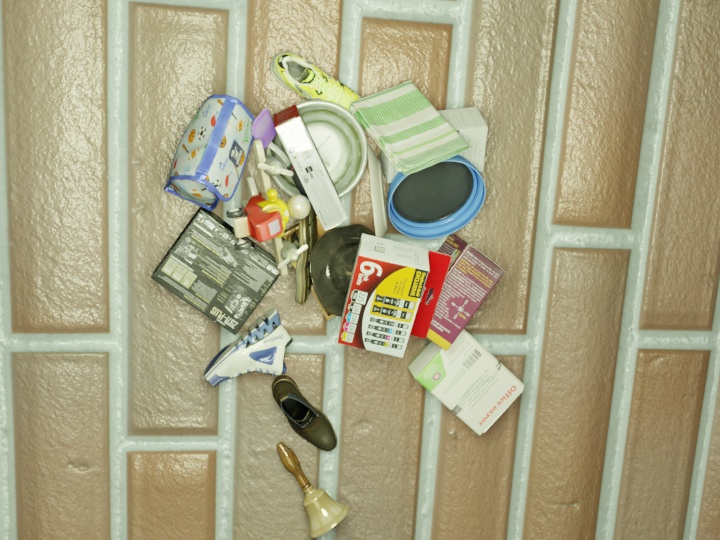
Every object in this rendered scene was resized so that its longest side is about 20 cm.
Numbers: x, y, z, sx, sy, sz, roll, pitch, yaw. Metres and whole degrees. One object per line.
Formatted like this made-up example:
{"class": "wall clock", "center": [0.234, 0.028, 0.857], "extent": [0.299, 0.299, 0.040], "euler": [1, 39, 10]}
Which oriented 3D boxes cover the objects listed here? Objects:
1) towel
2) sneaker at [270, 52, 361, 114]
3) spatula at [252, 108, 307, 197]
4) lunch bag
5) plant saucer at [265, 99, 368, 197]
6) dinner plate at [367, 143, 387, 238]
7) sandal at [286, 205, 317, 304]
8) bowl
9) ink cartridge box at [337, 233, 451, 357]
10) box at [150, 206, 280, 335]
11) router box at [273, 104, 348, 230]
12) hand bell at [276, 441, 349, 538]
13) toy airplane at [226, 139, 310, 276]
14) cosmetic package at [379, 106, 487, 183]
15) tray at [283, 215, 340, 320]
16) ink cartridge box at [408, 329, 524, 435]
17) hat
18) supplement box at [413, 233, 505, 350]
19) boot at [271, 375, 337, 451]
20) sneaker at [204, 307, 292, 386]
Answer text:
{"class": "towel", "center": [0.088, -0.270, 1.437], "extent": [0.152, 0.200, 0.023], "euler": [-24, 149, -20]}
{"class": "sneaker", "center": [-0.083, -0.348, 1.475], "extent": [0.199, 0.076, 0.076], "euler": [25, 94, -15]}
{"class": "spatula", "center": [-0.144, -0.209, 1.439], "extent": [0.057, 0.020, 0.200], "euler": [-56, 131, -28]}
{"class": "lunch bag", "center": [-0.267, -0.211, 1.388], "extent": [0.123, 0.200, 0.171], "euler": [22, 78, -14]}
{"class": "plant saucer", "center": [-0.086, -0.233, 1.504], "extent": [0.198, 0.050, 0.202], "euler": [-2, 109, -7]}
{"class": "dinner plate", "center": [0.034, -0.142, 1.471], "extent": [0.024, 0.200, 0.202], "euler": [-7, 103, 4]}
{"class": "sandal", "center": [-0.121, -0.033, 1.503], "extent": [0.054, 0.080, 0.202], "euler": [9, 105, 10]}
{"class": "bowl", "center": [0.147, -0.148, 1.524], "extent": [0.199, 0.040, 0.201], "euler": [-8, 136, -8]}
{"class": "ink cartridge box", "center": [0.063, 0.053, 1.428], "extent": [0.174, 0.084, 0.201], "euler": [12, 121, -2]}
{"class": "box", "center": [-0.277, -0.001, 1.505], "extent": [0.199, 0.086, 0.164], "euler": [36, 93, -14]}
{"class": "router box", "center": [-0.092, -0.191, 1.396], "extent": [0.049, 0.180, 0.201], "euler": [-25, 109, 2]}
{"class": "hand bell", "center": [-0.120, 0.453, 1.635], "extent": [0.104, 0.104, 0.201], "euler": [-34, 92, -2]}
{"class": "toy airplane", "center": [-0.160, -0.111, 1.414], "extent": [0.140, 0.200, 0.201], "euler": [-9, 66, 3]}
{"class": "cosmetic package", "center": [0.140, -0.246, 1.511], "extent": [0.198, 0.081, 0.113], "euler": [-10, 133, -8]}
{"class": "tray", "center": [-0.071, -0.010, 1.565], "extent": [0.098, 0.037, 0.201], "euler": [-28, 105, -4]}
{"class": "ink cartridge box", "center": [0.225, 0.226, 1.637], "extent": [0.200, 0.084, 0.146], "euler": [42, 92, -14]}
{"class": "hat", "center": [0.000, 0.000, 1.514], "extent": [0.200, 0.081, 0.202], "euler": [0, 90, -39]}
{"class": "supplement box", "center": [0.180, 0.041, 1.570], "extent": [0.103, 0.131, 0.201], "euler": [35, 95, -14]}
{"class": "boot", "center": [-0.114, 0.313, 1.589], "extent": [0.075, 0.097, 0.200], "euler": [-39, 104, 0]}
{"class": "sneaker", "center": [-0.213, 0.182, 1.556], "extent": [0.199, 0.081, 0.115], "euler": [-40, 103, -2]}
